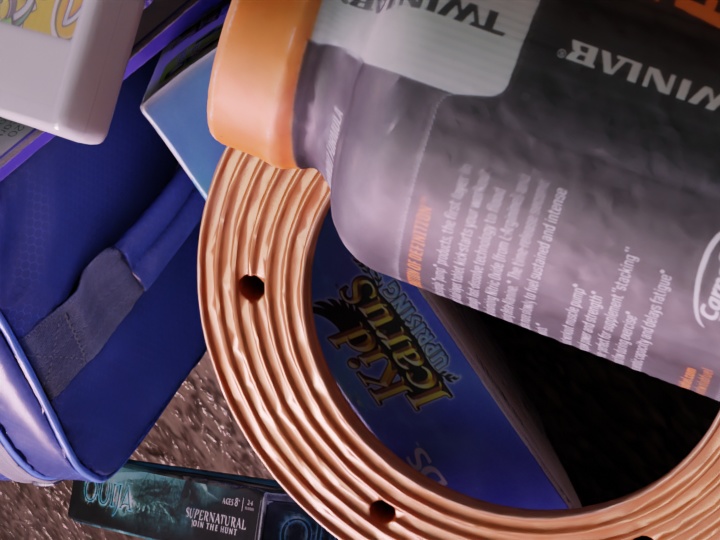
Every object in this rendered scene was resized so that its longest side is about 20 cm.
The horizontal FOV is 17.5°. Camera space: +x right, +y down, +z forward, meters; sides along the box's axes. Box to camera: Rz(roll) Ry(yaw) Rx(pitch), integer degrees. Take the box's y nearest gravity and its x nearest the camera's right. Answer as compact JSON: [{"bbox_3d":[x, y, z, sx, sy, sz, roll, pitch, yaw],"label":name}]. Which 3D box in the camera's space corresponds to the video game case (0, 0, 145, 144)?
[{"bbox_3d":[-0.112,-0.154,0.751,0.023,0.201,0.181,15,-178,-42],"label":"video game case"}]

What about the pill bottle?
[{"bbox_3d":[0.063,-0.033,0.595,0.199,0.107,0.106,20,148,7],"label":"pill bottle"}]

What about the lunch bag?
[{"bbox_3d":[-0.119,-0.013,0.901,0.131,0.200,0.137,-2,126,29],"label":"lunch bag"}]

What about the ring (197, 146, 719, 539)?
[{"bbox_3d":[0.048,0.011,0.690,0.199,0.019,0.202,7,115,15],"label":"ring"}]

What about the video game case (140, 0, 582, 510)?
[{"bbox_3d":[0.000,0.000,0.813,0.201,0.045,0.181,56,-174,-11],"label":"video game case"}]

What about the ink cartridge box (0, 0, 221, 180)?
[{"bbox_3d":[-0.127,-0.081,0.828,0.199,0.198,0.044,20,145,48],"label":"ink cartridge box"}]

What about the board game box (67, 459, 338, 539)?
[{"bbox_3d":[0.006,0.100,0.898,0.135,0.199,0.028,3,83,54],"label":"board game box"}]
